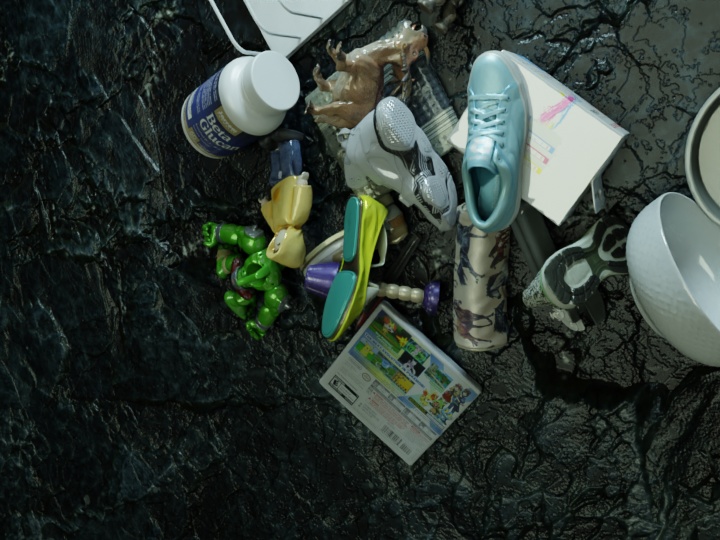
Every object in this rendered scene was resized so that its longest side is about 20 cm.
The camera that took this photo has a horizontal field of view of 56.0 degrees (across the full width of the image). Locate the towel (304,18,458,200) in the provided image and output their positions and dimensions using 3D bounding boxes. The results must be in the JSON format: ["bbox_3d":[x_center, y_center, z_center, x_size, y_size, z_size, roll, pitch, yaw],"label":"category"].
[{"bbox_3d":[0.033,-0.221,0.982,0.197,0.034,0.196,-29,91,27],"label":"towel"}]

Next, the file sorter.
[{"bbox_3d":[-0.105,-0.415,0.950,0.198,0.124,0.141,-31,88,28],"label":"file sorter"}]

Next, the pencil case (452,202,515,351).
[{"bbox_3d":[0.171,0.004,0.931,0.077,0.087,0.206,19,113,58],"label":"pencil case"}]

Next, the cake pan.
[{"bbox_3d":[0.476,-0.133,0.769,0.195,0.037,0.206,6,104,25],"label":"cake pan"}]

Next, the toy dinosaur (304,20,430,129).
[{"bbox_3d":[0.004,-0.248,0.929,0.133,0.087,0.201,19,134,-19],"label":"toy dinosaur"}]

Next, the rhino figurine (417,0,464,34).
[{"bbox_3d":[0.063,-0.409,0.899,0.199,0.060,0.088,41,91,14],"label":"rhino figurine"}]

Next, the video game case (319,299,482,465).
[{"bbox_3d":[0.057,0.176,1.044,0.199,0.022,0.183,41,116,4],"label":"video game case"}]

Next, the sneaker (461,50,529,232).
[{"bbox_3d":[0.149,-0.142,0.761,0.072,0.082,0.206,-2,101,26],"label":"sneaker"}]

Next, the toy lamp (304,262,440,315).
[{"bbox_3d":[0.017,0.025,0.984,0.194,0.058,0.060,7,106,1],"label":"toy lamp"}]

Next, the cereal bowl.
[{"bbox_3d":[0.371,0.018,0.774,0.083,0.199,0.203,-37,84,44],"label":"cereal bowl"}]

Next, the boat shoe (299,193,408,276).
[{"bbox_3d":[-0.013,-0.031,1.017,0.199,0.075,0.069,-36,90,35],"label":"boat shoe"}]

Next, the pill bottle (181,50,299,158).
[{"bbox_3d":[-0.176,-0.245,0.997,0.198,0.110,0.114,-13,96,50],"label":"pill bottle"}]

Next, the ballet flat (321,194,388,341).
[{"bbox_3d":[0.000,0.000,0.930,0.066,0.066,0.206,6,84,60],"label":"ballet flat"}]

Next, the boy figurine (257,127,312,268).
[{"bbox_3d":[-0.118,-0.105,1.030,0.123,0.063,0.206,-11,78,48],"label":"boy figurine"}]

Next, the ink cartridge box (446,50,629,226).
[{"bbox_3d":[0.232,-0.157,0.836,0.199,0.128,0.127,39,115,13],"label":"ink cartridge box"}]

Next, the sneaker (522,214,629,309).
[{"bbox_3d":[0.267,-0.007,0.831,0.088,0.197,0.078,-32,82,56],"label":"sneaker"}]

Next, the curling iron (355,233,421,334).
[{"bbox_3d":[0.045,0.031,1.031,0.049,0.026,0.203,29,112,8],"label":"curling iron"}]

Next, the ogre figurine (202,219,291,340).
[{"bbox_3d":[-0.177,0.009,1.099,0.118,0.097,0.206,-15,84,40],"label":"ogre figurine"}]

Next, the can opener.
[{"bbox_3d":[0.252,-0.008,0.887,0.066,0.053,0.202,-35,106,-10],"label":"can opener"}]

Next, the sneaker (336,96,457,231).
[{"bbox_3d":[0.051,-0.132,0.938,0.113,0.076,0.202,-16,118,39],"label":"sneaker"}]
